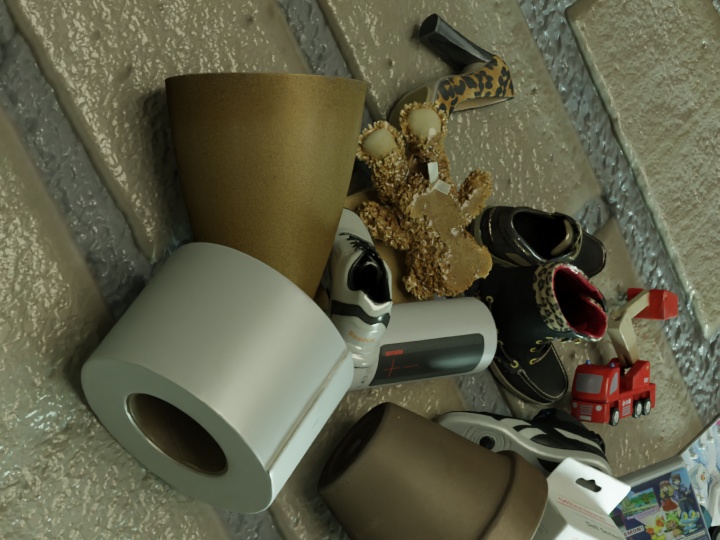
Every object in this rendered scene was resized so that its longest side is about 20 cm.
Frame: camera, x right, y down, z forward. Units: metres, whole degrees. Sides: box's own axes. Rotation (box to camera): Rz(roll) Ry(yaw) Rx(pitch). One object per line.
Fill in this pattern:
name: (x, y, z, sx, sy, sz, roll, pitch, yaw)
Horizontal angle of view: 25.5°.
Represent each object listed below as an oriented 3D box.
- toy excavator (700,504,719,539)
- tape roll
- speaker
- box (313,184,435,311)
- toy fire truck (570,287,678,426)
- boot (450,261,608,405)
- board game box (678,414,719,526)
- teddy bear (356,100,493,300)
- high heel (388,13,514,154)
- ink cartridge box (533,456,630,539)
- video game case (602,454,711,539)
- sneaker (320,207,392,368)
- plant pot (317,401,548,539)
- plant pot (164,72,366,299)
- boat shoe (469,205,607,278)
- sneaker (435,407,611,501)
toy excavator: (0.307, 0.299, 1.808, 0.194, 0.100, 0.201, -39, 97, -34)
tape roll: (-0.124, 0.094, 1.386, 0.203, 0.202, 0.140, 50, 56, -24)
speaker: (0.038, 0.072, 1.575, 0.199, 0.081, 0.082, -4, 88, -40)
box: (-0.012, 0.012, 1.603, 0.199, 0.021, 0.165, -23, 100, -39)
toy fire truck: (0.301, 0.095, 1.815, 0.199, 0.048, 0.142, -5, 98, -57)
boot: (0.198, 0.065, 1.690, 0.073, 0.150, 0.201, -49, 116, -32)
board game box: (0.456, 0.295, 1.964, 0.199, 0.026, 0.201, -34, 106, -37)
teddy bear: (0.062, -0.072, 1.609, 0.145, 0.067, 0.200, -46, 117, -15)
high heel: (0.104, -0.156, 1.690, 0.142, 0.071, 0.202, 31, 63, -34)
ink cartridge box: (0.202, 0.301, 1.652, 0.117, 0.067, 0.201, 26, 108, -35)
video game case: (0.283, 0.315, 1.731, 0.198, 0.023, 0.183, -21, 108, 3)
sneaker: (0.000, 0.000, 1.499, 0.073, 0.080, 0.201, 13, 36, -19)
plant pot: (0.055, 0.226, 1.550, 0.174, 0.200, 0.201, 39, 61, -9)
plant pot: (-0.087, -0.073, 1.459, 0.185, 0.186, 0.202, -2, 93, -40)
boat shoe: (0.209, -0.026, 1.760, 0.199, 0.073, 0.075, 10, 79, -39)
sneaker: (0.168, 0.184, 1.713, 0.198, 0.112, 0.074, 18, 111, -8)
